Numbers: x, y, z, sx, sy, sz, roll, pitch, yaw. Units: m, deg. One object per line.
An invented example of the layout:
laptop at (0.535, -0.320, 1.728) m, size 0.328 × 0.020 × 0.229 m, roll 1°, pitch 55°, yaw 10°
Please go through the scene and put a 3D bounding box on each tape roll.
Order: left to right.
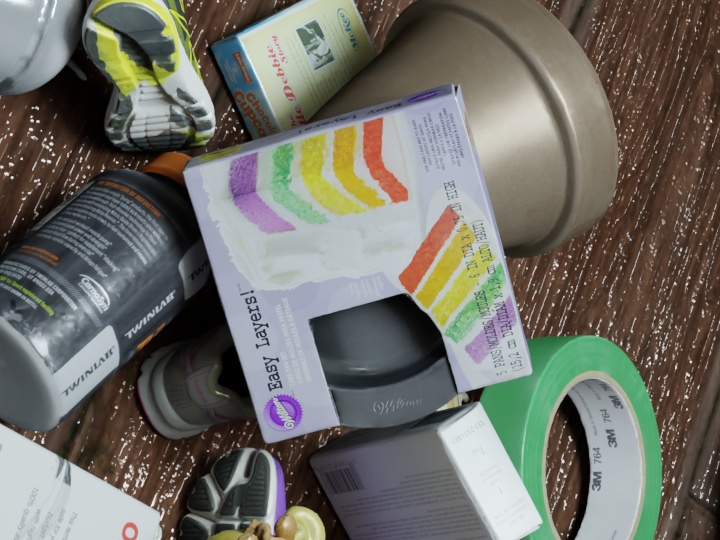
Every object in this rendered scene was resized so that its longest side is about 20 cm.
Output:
tape roll at (0.155, 0.150, 1.705) m, size 0.200 × 0.048 × 0.201 m, roll 4°, pitch 85°, yaw -53°

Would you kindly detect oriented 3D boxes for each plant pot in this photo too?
plant pot at (0.048, -0.077, 1.564) m, size 0.174 × 0.200 × 0.201 m, roll -31°, pitch 101°, yaw -33°

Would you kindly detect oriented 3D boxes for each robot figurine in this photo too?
robot figurine at (-0.256, -0.175, 1.432) m, size 0.200 × 0.113 × 0.170 m, roll 13°, pitch 82°, yaw -36°

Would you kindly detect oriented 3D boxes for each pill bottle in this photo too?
pill bottle at (-0.169, 0.005, 1.474) m, size 0.200 × 0.106 × 0.106 m, roll -44°, pitch 109°, yaw -35°

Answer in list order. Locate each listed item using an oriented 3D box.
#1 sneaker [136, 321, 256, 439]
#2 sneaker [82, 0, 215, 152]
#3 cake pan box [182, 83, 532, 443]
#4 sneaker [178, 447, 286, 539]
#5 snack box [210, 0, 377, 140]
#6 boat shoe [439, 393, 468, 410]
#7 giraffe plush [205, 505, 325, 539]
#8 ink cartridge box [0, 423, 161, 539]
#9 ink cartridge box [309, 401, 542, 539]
sneaker at (-0.050, 0.054, 1.559) m, size 0.200 × 0.088 × 0.081 m, roll -33°, pitch 102°, yaw -30°
sneaker at (-0.135, -0.146, 1.496) m, size 0.074 × 0.200 × 0.085 m, roll -2°, pitch 64°, yaw 1°
cake pan box at (0.000, 0.000, 1.458) m, size 0.052 × 0.184 × 0.200 m, roll -80°, pitch 156°, yaw -75°
sneaker at (-0.070, 0.219, 1.550) m, size 0.083 × 0.081 × 0.200 m, roll -3°, pitch 93°, yaw -52°
snack box at (-0.019, -0.096, 1.657) m, size 0.116 × 0.037 × 0.200 m, roll -32°, pitch 102°, yaw -39°
boat shoe at (0.046, 0.093, 1.663) m, size 0.076 × 0.072 × 0.200 m, roll -15°, pitch 103°, yaw -53°
giraffe plush at (-0.079, 0.235, 1.400) m, size 0.173 × 0.200 × 0.163 m, roll -63°, pitch 145°, yaw -78°
ink cartridge box at (-0.239, 0.176, 1.402) m, size 0.200 × 0.084 × 0.145 m, roll 33°, pitch 62°, yaw -29°
ink cartridge box at (0.059, 0.184, 1.551) m, size 0.044 × 0.200 × 0.174 m, roll -31°, pitch 95°, yaw -28°
